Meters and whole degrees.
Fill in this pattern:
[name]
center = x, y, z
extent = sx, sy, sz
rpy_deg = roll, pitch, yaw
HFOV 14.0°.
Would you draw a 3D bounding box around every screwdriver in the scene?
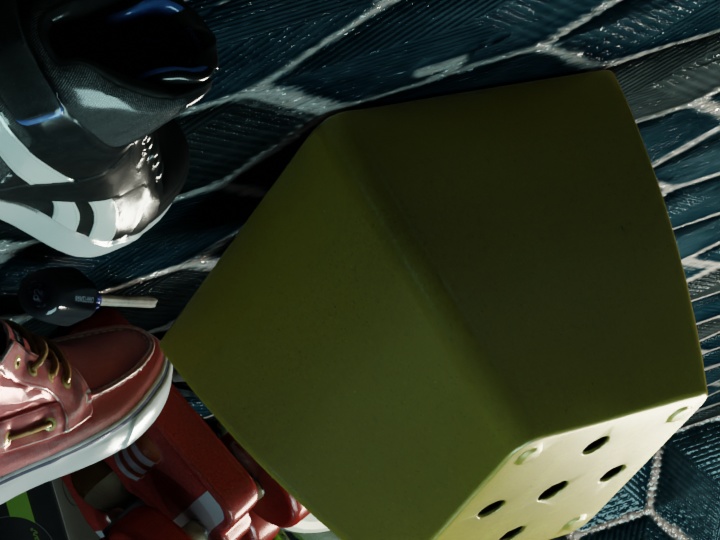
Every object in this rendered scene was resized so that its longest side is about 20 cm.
[screwdriver]
center = -0.134, 0.018, 1.518
extent = 0.028, 0.029, 0.200
rpy_deg = -24, 169, 11

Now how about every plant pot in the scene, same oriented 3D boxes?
[plant pot]
center = 0.053, 0.039, 1.471
extent = 0.200, 0.177, 0.200
rpy_deg = -11, 151, -39

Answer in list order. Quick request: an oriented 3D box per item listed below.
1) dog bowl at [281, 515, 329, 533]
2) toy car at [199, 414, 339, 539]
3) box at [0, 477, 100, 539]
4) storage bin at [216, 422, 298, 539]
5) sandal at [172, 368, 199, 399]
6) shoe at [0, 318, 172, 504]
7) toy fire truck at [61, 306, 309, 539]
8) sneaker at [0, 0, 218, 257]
[dog bowl]
center = 0.007, 0.069, 1.798
extent = 0.200, 0.074, 0.200
rpy_deg = -30, 153, -17
[toy car]
center = -0.035, 0.102, 2.006
extent = 0.164, 0.158, 0.200
rpy_deg = -33, -166, 3
[box]
center = -0.215, 0.175, 1.895
extent = 0.124, 0.149, 0.200
rpy_deg = -21, 170, 11
[storage bin]
center = -0.120, 0.185, 2.245
extent = 0.134, 0.146, 0.200
rpy_deg = 7, -173, 34
[sandal]
center = -0.055, 0.061, 1.829
extent = 0.200, 0.045, 0.075
rpy_deg = -8, 154, -22
[shoe]
center = -0.173, 0.057, 1.517
extent = 0.200, 0.071, 0.091
rpy_deg = -30, 138, -39
[toy fire truck]
center = -0.127, 0.111, 1.702
extent = 0.112, 0.168, 0.200
rpy_deg = -38, 178, -25
[sneaker]
center = -0.087, -0.059, 1.093
extent = 0.112, 0.073, 0.200
rpy_deg = -22, 169, 23
